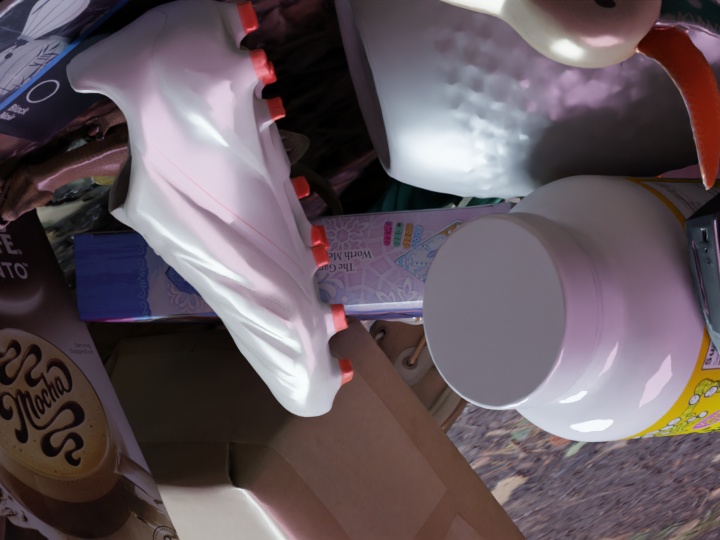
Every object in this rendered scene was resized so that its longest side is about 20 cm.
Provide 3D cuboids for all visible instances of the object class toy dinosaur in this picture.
[{"bbox_3d":[-0.070,-0.055,1.133,0.199,0.059,0.101,-3,164,-38],"label":"toy dinosaur"}]

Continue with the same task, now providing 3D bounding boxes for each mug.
[{"bbox_3d":[0.079,-0.124,1.040,0.174,0.148,0.201,-17,132,-5],"label":"mug"}]

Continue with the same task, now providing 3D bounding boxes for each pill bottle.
[{"bbox_3d":[0.116,0.014,1.033,0.199,0.105,0.104,-1,146,-47],"label":"pill bottle"}]

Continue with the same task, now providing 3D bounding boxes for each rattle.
[{"bbox_3d":[0.082,-0.142,0.883,0.130,0.200,0.143,-20,154,-41],"label":"rattle"}]

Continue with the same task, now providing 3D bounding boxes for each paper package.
[{"bbox_3d":[-0.031,0.131,1.188,0.190,0.200,0.104,-7,-141,47],"label":"paper package"}]

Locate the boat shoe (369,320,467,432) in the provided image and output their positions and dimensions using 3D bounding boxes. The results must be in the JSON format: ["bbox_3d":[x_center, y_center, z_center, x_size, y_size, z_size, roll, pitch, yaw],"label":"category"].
[{"bbox_3d":[0.029,0.055,1.377,0.200,0.064,0.071,-51,174,-30],"label":"boat shoe"}]

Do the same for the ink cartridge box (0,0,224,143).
[{"bbox_3d":[-0.081,-0.123,0.952,0.200,0.039,0.099,-38,158,20],"label":"ink cartridge box"}]

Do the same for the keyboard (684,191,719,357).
[{"bbox_3d":[0.187,-0.055,1.007,0.200,0.021,0.128,-35,126,-39],"label":"keyboard"}]

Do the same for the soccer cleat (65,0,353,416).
[{"bbox_3d":[-0.056,-0.020,1.014,0.077,0.069,0.201,-16,128,1],"label":"soccer cleat"}]

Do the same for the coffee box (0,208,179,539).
[{"bbox_3d":[-0.160,0.074,1.082,0.080,0.201,0.113,-36,160,29],"label":"coffee box"}]

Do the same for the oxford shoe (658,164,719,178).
[{"bbox_3d":[0.135,-0.071,1.217,0.071,0.073,0.200,-10,138,29],"label":"oxford shoe"}]

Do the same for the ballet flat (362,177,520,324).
[{"bbox_3d":[0.029,-0.014,1.311,0.067,0.071,0.200,-12,154,-39],"label":"ballet flat"}]

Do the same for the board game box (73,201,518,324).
[{"bbox_3d":[0.000,0.000,1.176,0.198,0.044,0.200,-5,177,18],"label":"board game box"}]
